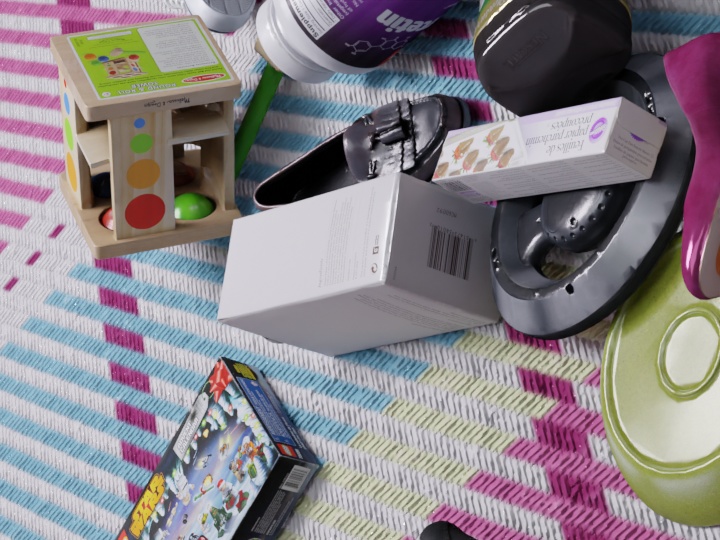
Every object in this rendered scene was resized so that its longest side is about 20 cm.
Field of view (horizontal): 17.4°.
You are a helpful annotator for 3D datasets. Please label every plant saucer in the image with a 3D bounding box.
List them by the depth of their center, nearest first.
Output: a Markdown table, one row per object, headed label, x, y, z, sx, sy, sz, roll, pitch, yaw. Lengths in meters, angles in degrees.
| label | x | y | z | sx | sy | sz | roll | pitch | yaw |
| --- | --- | --- | --- | --- | --- | --- | --- | --- | --- |
| plant saucer | 0.207 | 0.052 | 1.410 | 0.200 | 0.031 | 0.200 | -30 | 51 | 45 |

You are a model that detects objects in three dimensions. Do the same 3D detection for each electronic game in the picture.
| label | x | y | z | sx | sy | sz | roll | pitch | yaw |
| --- | --- | --- | --- | --- | --- | --- | --- | --- | --- |
| electronic game | 0.150 | -0.048 | 1.519 | 0.200 | 0.042 | 0.200 | -42 | 34 | 37 |

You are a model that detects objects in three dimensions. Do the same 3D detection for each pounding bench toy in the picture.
| label | x | y | z | sx | sy | sz | roll | pitch | yaw |
| --- | --- | --- | --- | --- | --- | --- | --- | --- | --- |
| pounding bench toy | -0.136 | -0.107 | 1.900 | 0.124 | 0.200 | 0.156 | -123 | 27 | -52 |

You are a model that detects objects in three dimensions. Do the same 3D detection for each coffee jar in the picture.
| label | x | y | z | sx | sy | sz | roll | pitch | yaw |
| --- | --- | --- | --- | --- | --- | --- | --- | --- | --- |
| coffee jar | 0.125 | -0.193 | 1.560 | 0.104 | 0.085 | 0.200 | -41 | 32 | 35 |

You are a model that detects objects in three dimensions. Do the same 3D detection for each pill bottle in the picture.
| label | x | y | z | sx | sy | sz | roll | pitch | yaw |
| --- | --- | --- | --- | --- | --- | --- | --- | --- | --- |
| pill bottle | 0.012 | -0.220 | 1.741 | 0.200 | 0.112 | 0.113 | -37 | 47 | 41 |

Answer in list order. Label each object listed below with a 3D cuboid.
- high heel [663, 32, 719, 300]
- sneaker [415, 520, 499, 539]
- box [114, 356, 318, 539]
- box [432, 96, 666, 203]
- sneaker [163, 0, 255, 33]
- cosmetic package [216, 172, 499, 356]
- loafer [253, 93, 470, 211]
| label | x | y | z | sx | sy | sz | roll | pitch | yaw |
| --- | --- | --- | --- | --- | --- | --- | --- | --- | --- |
| high heel | 0.199 | -0.064 | 1.395 | 0.096 | 0.067 | 0.200 | -2 | 55 | 35 |
| sneaker | 0.113 | 0.200 | 1.456 | 0.088 | 0.076 | 0.200 | -51 | 40 | 4 |
| box | -0.117 | 0.185 | 1.797 | 0.200 | 0.040 | 0.137 | -60 | 35 | 17 |
| box | 0.117 | -0.075 | 1.510 | 0.200 | 0.041 | 0.039 | -7 | 60 | 60 |
| sneaker | -0.136 | -0.248 | 2.012 | 0.071 | 0.073 | 0.200 | -62 | 25 | 29 |
| cosmetic package | 0.000 | 0.000 | 1.660 | 0.200 | 0.108 | 0.085 | -11 | 66 | 51 |
| loafer | -0.002 | -0.075 | 1.735 | 0.200 | 0.063 | 0.072 | -31 | 51 | 44 |
